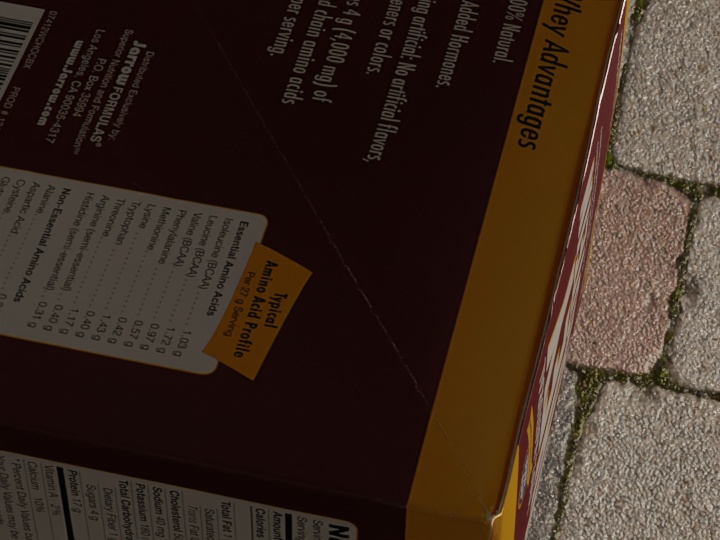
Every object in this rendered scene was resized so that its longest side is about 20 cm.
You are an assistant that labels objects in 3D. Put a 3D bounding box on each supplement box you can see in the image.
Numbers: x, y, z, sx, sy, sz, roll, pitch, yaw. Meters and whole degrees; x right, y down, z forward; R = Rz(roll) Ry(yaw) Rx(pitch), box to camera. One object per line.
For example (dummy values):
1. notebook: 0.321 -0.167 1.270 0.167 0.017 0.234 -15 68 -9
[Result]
1. supplement box: -0.043 0.007 0.578 0.133 0.199 0.198 91 13 -50
